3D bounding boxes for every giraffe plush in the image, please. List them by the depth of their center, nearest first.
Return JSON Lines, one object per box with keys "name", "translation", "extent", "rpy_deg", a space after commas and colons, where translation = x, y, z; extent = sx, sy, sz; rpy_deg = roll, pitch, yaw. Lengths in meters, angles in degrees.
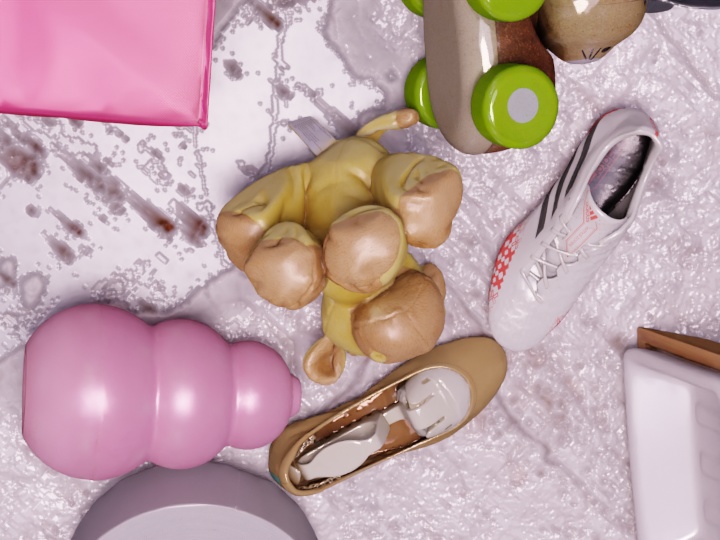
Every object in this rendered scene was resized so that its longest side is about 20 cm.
{"name": "giraffe plush", "translation": [0.000, 0.000, 1.154], "extent": [0.171, 0.200, 0.163], "rpy_deg": [-17, 120, 3]}

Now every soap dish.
{"name": "soap dish", "translation": [0.267, 0.149, 1.209], "extent": [0.081, 0.157, 0.202], "rpy_deg": [-10, 102, -20]}

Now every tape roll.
{"name": "tape roll", "translation": [-0.123, 0.244, 1.211], "extent": [0.198, 0.066, 0.202], "rpy_deg": [-2, 112, -6]}

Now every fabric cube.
{"name": "fabric cube", "translation": [-0.191, -0.207, 1.070], "extent": [0.197, 0.196, 0.202], "rpy_deg": [4, 100, -5]}

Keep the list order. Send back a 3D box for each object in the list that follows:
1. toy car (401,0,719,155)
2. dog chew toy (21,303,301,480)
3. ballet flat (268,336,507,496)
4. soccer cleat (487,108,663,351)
{"name": "toy car", "translation": [0.145, -0.169, 1.137], "extent": [0.198, 0.164, 0.159], "rpy_deg": [-9, 102, -16]}
{"name": "dog chew toy", "translation": [-0.141, 0.087, 1.176], "extent": [0.198, 0.125, 0.126], "rpy_deg": [2, 101, -14]}
{"name": "ballet flat", "translation": [0.025, 0.115, 1.220], "extent": [0.199, 0.063, 0.069], "rpy_deg": [-29, 103, 1]}
{"name": "soccer cleat", "translation": [0.156, -0.028, 1.193], "extent": [0.068, 0.085, 0.201], "rpy_deg": [31, 97, -10]}
